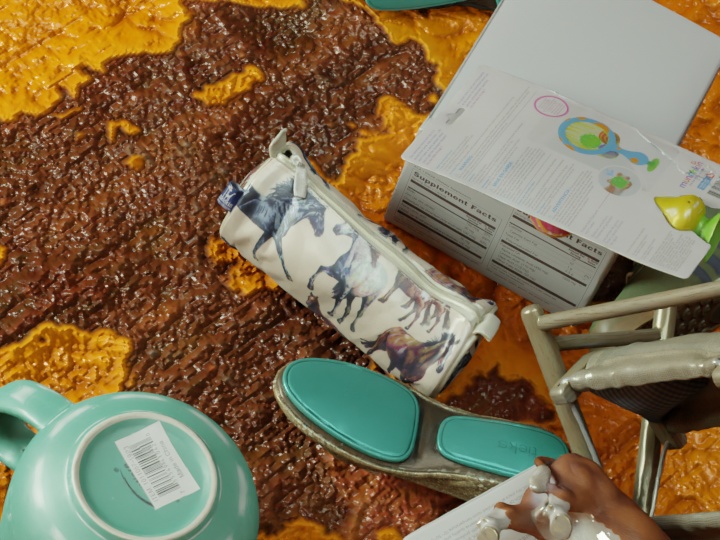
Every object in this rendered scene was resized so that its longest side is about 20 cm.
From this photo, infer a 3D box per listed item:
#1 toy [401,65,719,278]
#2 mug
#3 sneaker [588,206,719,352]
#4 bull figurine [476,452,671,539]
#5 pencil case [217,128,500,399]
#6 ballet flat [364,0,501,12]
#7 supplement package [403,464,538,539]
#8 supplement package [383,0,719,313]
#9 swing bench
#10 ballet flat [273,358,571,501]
[{"bbox_3d":[0.137,-0.052,1.696,0.199,0.047,0.115,22,44,20],"label":"toy"},{"bbox_3d":[-0.152,0.145,1.594,0.184,0.115,0.153,16,55,-4],"label":"mug"},{"bbox_3d":[0.215,-0.004,1.821,0.199,0.067,0.090,-26,60,-28],"label":"sneaker"},{"bbox_3d":[0.159,0.181,1.529,0.200,0.065,0.121,41,22,22],"label":"bull figurine"},{"bbox_3d":[0.000,0.000,1.743,0.200,0.090,0.078,38,56,10],"label":"pencil case"},{"bbox_3d":[0.091,-0.222,1.927,0.199,0.068,0.069,5,45,-12],"label":"ballet flat"},{"bbox_3d":[0.112,0.240,1.600,0.117,0.117,0.200,-26,66,-28],"label":"supplement package"},{"bbox_3d":[0.136,-0.096,1.827,0.155,0.111,0.200,29,56,5],"label":"supplement package"},{"bbox_3d":[0.216,0.105,1.613,0.129,0.198,0.201,-3,84,-37],"label":"swing bench"},{"bbox_3d":[0.035,0.113,1.693,0.199,0.065,0.071,20,55,-1],"label":"ballet flat"}]
